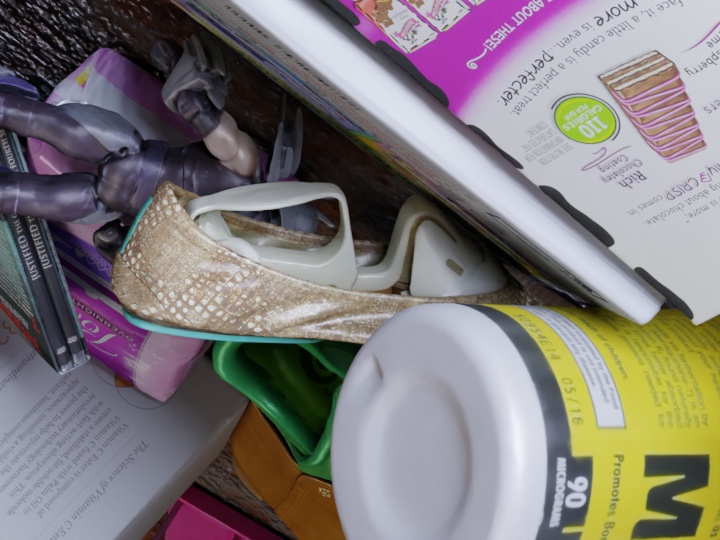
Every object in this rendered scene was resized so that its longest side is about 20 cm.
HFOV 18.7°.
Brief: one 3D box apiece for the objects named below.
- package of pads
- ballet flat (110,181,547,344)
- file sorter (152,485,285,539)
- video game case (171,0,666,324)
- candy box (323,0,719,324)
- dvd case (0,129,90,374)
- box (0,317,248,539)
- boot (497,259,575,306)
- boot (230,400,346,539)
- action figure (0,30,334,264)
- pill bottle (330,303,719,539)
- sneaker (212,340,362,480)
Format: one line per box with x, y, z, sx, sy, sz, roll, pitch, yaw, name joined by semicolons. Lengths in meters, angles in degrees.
-0.110;-0.019;1.066;0.120;0.076;0.200;36;156;0;package of pads
0.000;0.000;0.890;0.198;0.066;0.071;6;-157;-19;ballet flat
-0.073;0.263;1.495;0.199;0.126;0.139;29;156;6;file sorter
0.014;-0.056;0.831;0.200;0.022;0.182;37;179;-11;video game case
0.089;-0.084;0.692;0.200;0.061;0.136;40;142;-16;candy box
-0.192;-0.062;1.026;0.146;0.022;0.201;35;146;48;dvd case
-0.188;0.070;1.196;0.200;0.152;0.106;42;156;5;box
0.083;0.091;1.021;0.155;0.077;0.200;38;139;10;boot
0.007;0.142;1.228;0.201;0.071;0.144;39;163;1;boot
-0.105;-0.044;0.920;0.198;0.070;0.131;13;114;-13;action figure
0.098;0.071;0.838;0.199;0.115;0.114;1;176;-36;pill bottle
0.016;0.079;0.944;0.199;0.083;0.074;32;119;22;sneaker
